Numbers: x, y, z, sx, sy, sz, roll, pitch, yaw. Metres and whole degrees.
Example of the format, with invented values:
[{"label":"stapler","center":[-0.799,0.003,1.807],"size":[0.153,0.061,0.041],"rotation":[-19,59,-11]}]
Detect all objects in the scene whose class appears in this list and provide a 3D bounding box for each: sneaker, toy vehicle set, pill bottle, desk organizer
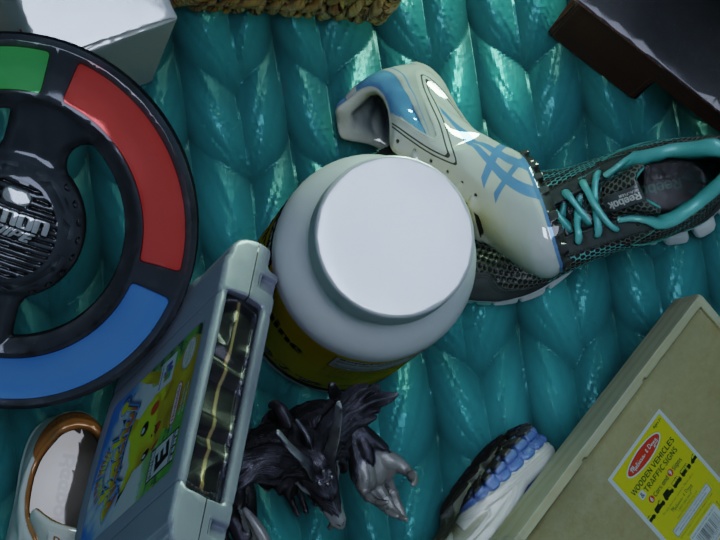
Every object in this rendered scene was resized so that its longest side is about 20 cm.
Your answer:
[{"label":"sneaker","center":[0.053,-0.050,1.352],"size":[0.072,0.072,0.200],"rotation":[-28,43,-14]},{"label":"sneaker","center":[0.064,0.186,1.350],"size":[0.085,0.077,0.200],"rotation":[41,76,-6]},{"label":"sneaker","center":[-0.172,0.175,1.302],"size":[0.072,0.085,0.202],"rotation":[6,80,-12]},{"label":"sneaker","center":[0.136,-0.039,1.395],"size":[0.199,0.091,0.078],"rotation":[-21,83,-13]},{"label":"toy vehicle set","center":[0.174,0.127,1.370],"size":[0.124,0.026,0.200],"rotation":[48,63,-14]},{"label":"pill bottle","center":[0.000,0.000,1.305],"size":[0.111,0.200,0.113],"rotation":[2,79,-10]},{"label":"desk organizer","center":[0.216,-0.119,1.431],"size":[0.199,0.077,0.072],"rotation":[38,75,-2]}]

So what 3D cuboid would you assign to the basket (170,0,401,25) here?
[{"label":"basket","center":[-0.041,-0.255,1.374],"size":[0.148,0.143,0.202],"rotation":[5,79,-11]}]

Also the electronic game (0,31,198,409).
[{"label":"electronic game","center":[-0.184,-0.025,1.250],"size":[0.198,0.042,0.202],"rotation":[0,102,1]}]

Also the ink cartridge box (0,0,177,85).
[{"label":"ink cartridge box","center":[-0.181,-0.200,1.336],"size":[0.084,0.145,0.201],"rotation":[-20,85,-13]}]

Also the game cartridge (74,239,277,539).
[{"label":"game cartridge","center":[-0.101,0.093,1.233],"size":[0.040,0.133,0.201],"rotation":[24,49,-17]}]

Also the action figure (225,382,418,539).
[{"label":"action figure","center":[-0.029,0.118,1.278],"size":[0.118,0.200,0.102],"rotation":[-32,89,-14]}]
